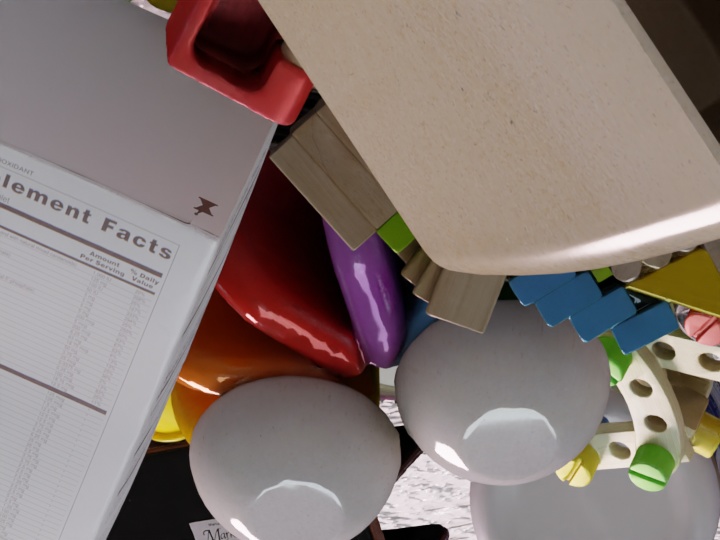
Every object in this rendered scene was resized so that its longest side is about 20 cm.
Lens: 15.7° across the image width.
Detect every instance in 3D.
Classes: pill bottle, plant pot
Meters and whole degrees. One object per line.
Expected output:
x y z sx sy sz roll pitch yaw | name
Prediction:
0.122 0.088 1.266 0.115 0.116 0.200 -10 -171 12 | pill bottle
0.070 -0.110 0.716 0.200 0.200 0.177 -33 178 -32 | plant pot

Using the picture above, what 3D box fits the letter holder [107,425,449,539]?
-0.057 0.106 1.298 0.199 0.101 0.142 -13 -164 28 | letter holder

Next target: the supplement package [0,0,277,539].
-0.115 0.011 0.931 0.113 0.110 0.200 24 126 -2 | supplement package

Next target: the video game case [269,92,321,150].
-0.053 -0.025 1.173 0.180 0.026 0.200 9 152 -28 | video game case

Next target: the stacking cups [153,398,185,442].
-0.136 0.018 1.157 0.060 0.061 0.200 -17 150 26 | stacking cups

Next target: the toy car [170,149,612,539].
0.000 0.000 1.032 0.199 0.175 0.150 -19 128 14 | toy car

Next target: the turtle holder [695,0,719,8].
0.171 -0.127 0.871 0.131 0.141 0.185 -18 -170 28 | turtle holder

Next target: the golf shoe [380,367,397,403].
0.074 -0.004 1.195 0.199 0.073 0.092 -19 131 3 | golf shoe

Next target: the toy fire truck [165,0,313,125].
0.036 -0.075 0.859 0.200 0.141 0.049 22 115 -14 | toy fire truck

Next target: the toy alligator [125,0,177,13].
-0.033 -0.140 0.871 0.054 0.059 0.200 5 155 -22 | toy alligator

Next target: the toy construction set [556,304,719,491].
0.177 0.046 1.092 0.199 0.092 0.131 3 133 10 | toy construction set

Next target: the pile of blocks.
0.064 -0.018 0.947 0.200 0.082 0.062 23 -169 -5 | pile of blocks
